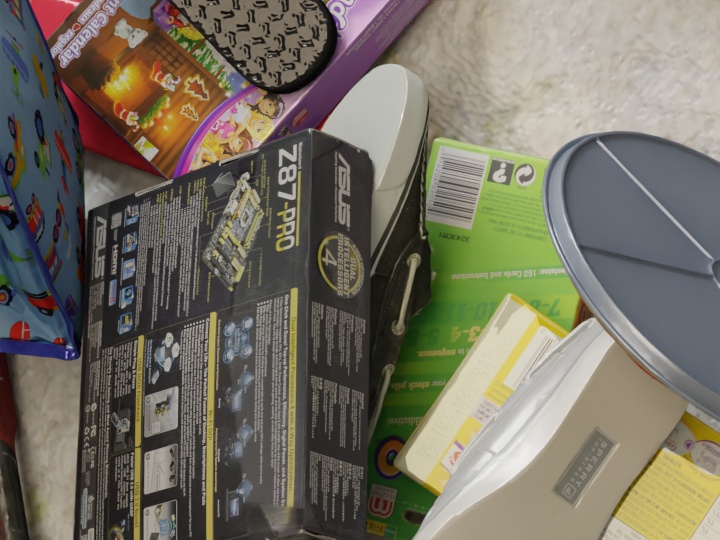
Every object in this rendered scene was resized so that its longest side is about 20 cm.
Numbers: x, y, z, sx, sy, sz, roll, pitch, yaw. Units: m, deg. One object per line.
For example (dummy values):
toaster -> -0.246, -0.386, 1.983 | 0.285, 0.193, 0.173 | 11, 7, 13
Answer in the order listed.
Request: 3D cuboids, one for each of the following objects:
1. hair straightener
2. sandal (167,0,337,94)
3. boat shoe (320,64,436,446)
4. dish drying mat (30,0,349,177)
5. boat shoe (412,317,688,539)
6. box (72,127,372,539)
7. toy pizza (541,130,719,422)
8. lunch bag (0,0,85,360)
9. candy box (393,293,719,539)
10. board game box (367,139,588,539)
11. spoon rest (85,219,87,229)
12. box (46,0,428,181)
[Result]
hair straightener -> -0.215, 0.111, 1.453 | 0.077, 0.041, 0.200 | -17, 81, 19
sandal -> -0.088, -0.169, 1.385 | 0.075, 0.045, 0.200 | -43, 81, 10
boat shoe -> 0.000, 0.000, 1.323 | 0.071, 0.064, 0.200 | 16, 87, 56
dish drying mat -> -0.103, -0.089, 1.443 | 0.200, 0.018, 0.077 | 20, 89, 22
boat shoe -> 0.073, 0.098, 1.249 | 0.072, 0.069, 0.200 | 36, 84, -19
box -> -0.068, 0.048, 1.286 | 0.161, 0.049, 0.200 | -20, 61, 41
toy pizza -> 0.162, 0.015, 1.236 | 0.200, 0.200, 0.032 | 51, 125, 20
lunch bag -> -0.184, -0.071, 1.309 | 0.094, 0.200, 0.151 | -2, 55, -4
candy box -> 0.126, 0.108, 1.290 | 0.200, 0.026, 0.102 | 34, 90, 8
board game box -> 0.060, 0.041, 1.347 | 0.095, 0.030, 0.200 | 13, 84, 23
spoon rest -> -0.206, -0.036, 1.446 | 0.200, 0.061, 0.099 | 29, 57, 20
box -> -0.055, -0.141, 1.406 | 0.137, 0.039, 0.200 | 42, 91, 23
